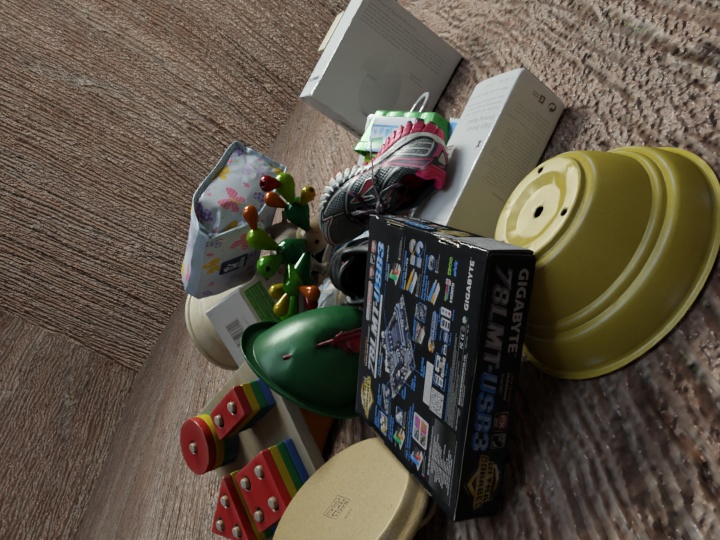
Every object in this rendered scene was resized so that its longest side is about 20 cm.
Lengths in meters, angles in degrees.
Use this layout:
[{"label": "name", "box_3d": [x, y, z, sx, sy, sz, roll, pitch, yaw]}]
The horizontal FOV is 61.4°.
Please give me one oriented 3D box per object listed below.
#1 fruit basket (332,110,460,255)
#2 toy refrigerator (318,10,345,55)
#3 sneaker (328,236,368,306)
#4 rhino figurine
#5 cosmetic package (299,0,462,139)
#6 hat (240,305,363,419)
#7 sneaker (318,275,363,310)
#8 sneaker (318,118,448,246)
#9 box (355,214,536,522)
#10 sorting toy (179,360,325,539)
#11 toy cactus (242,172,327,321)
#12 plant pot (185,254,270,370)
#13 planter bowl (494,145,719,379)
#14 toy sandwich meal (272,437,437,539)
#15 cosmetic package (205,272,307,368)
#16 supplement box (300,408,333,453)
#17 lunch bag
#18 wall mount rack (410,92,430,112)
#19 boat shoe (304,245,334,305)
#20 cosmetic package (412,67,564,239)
[{"label": "fruit basket", "box_3d": [0.046, -0.104, 0.785, 0.182, 0.093, 0.205, 16, 84, 42]}, {"label": "toy refrigerator", "box_3d": [0.025, -0.384, 1.128, 0.077, 0.197, 0.070, -57, 20, 5]}, {"label": "sneaker", "box_3d": [0.000, 0.000, 0.725, 0.198, 0.085, 0.076, 4, 101, 59]}, {"label": "rhino figurine", "box_3d": [-0.103, -0.042, 0.945, 0.061, 0.086, 0.201, -61, 19, 17]}, {"label": "cosmetic package", "box_3d": [0.032, -0.332, 1.040, 0.203, 0.196, 0.123, -59, 20, 3]}, {"label": "hat", "box_3d": [-0.015, 0.050, 0.694, 0.179, 0.196, 0.166, -60, 13, 18]}, {"label": "sneaker", "box_3d": [-0.007, 0.028, 0.850, 0.203, 0.074, 0.092, -61, 24, 6]}, {"label": "sneaker", "box_3d": [0.019, -0.087, 0.702, 0.199, 0.079, 0.076, -39, 44, 38]}, {"label": "box", "box_3d": [0.057, 0.065, 0.518, 0.198, 0.048, 0.207, -153, 66, -65]}, {"label": "sorting toy", "box_3d": [-0.140, 0.235, 0.737, 0.199, 0.069, 0.203, -45, 66, 37]}, {"label": "toy cactus", "box_3d": [-0.076, -0.036, 0.797, 0.100, 0.206, 0.165, 0, 20, 29]}, {"label": "plant pot", "box_3d": [-0.200, 0.066, 1.151, 0.181, 0.199, 0.204, -27, 37, 38]}, {"label": "planter bowl", "box_3d": [0.163, -0.027, 0.472, 0.201, 0.082, 0.203, -50, 23, 30]}, {"label": "toy sandwich meal", "box_3d": [-0.007, 0.244, 0.557, 0.203, 0.071, 0.206, -35, 16, 11]}, {"label": "cosmetic package", "box_3d": [-0.140, 0.056, 0.963, 0.084, 0.109, 0.200, -30, 7, 30]}, {"label": "supplement box", "box_3d": [-0.098, 0.182, 0.864, 0.199, 0.072, 0.129, -17, 48, 63]}, {"label": "lunch bag", "box_3d": [-0.206, -0.066, 0.959, 0.202, 0.125, 0.171, -64, 1, -42]}, {"label": "wall mount rack", "box_3d": [0.079, -0.155, 0.884, 0.203, 0.073, 0.174, -60, 16, 4]}, {"label": "boat shoe", "box_3d": [-0.033, -0.025, 0.981, 0.072, 0.071, 0.205, -24, 47, 63]}, {"label": "cosmetic package", "box_3d": [0.134, -0.109, 0.675, 0.204, 0.073, 0.101, -62, 19, -5]}]
